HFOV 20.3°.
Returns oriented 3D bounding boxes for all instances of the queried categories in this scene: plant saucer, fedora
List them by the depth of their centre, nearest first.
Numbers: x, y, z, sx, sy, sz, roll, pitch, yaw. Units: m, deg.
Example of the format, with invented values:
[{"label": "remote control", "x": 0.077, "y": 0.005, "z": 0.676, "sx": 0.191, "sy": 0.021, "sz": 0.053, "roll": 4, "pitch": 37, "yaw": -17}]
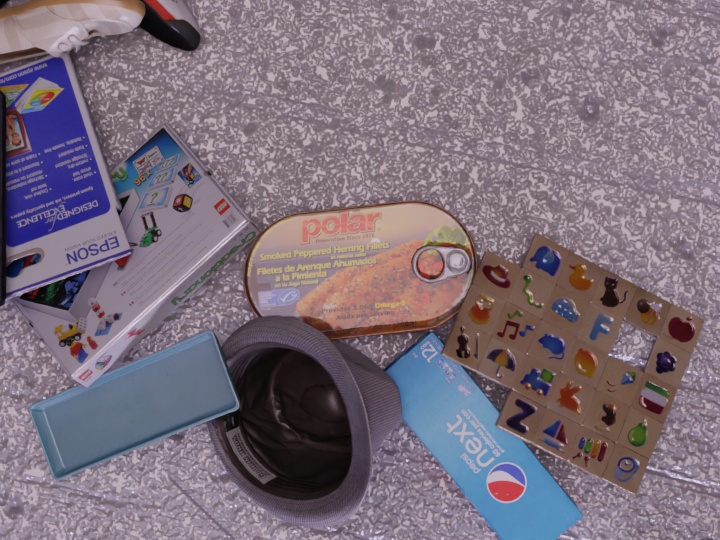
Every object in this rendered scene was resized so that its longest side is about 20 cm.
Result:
[{"label": "fedora", "x": -0.035, "y": 0.116, "z": 1.660, "sx": 0.200, "sy": 0.090, "sz": 0.178, "roll": -10, "pitch": 95, "yaw": 44}, {"label": "plant saucer", "x": -0.189, "y": 0.114, "z": 1.688, "sx": 0.200, "sy": 0.019, "sz": 0.070, "roll": -23, "pitch": 85, "yaw": 25}]

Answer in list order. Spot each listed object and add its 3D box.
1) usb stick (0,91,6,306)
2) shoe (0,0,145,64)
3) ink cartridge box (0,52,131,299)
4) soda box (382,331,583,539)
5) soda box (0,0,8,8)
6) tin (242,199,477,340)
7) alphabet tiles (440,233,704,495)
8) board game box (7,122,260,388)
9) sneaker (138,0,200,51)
[{"label": "usb stick", "x": -0.318, "y": -0.059, "z": 1.652, "sx": 0.055, "sy": 0.033, "sz": 0.201, "roll": -5, "pitch": 70, "yaw": 6}, {"label": "shoe", "x": -0.271, "y": -0.198, "z": 1.693, "sx": 0.199, "sy": 0.070, "sz": 0.054, "roll": -4, "pitch": 84, "yaw": 22}, {"label": "ink cartridge box", "x": -0.308, "y": -0.063, "z": 1.692, "sx": 0.197, "sy": 0.047, "sz": 0.201, "roll": -20, "pitch": 72, "yaw": -1}, {"label": "soda box", "x": 0.098, "y": 0.148, "z": 1.699, "sx": 0.068, "sy": 0.064, "sz": 0.200, "roll": -39, "pitch": 88, "yaw": 0}, {"label": "soda box", "x": -0.358, "y": -0.318, "z": 1.714, "sx": 0.071, "sy": 0.063, "sz": 0.200, "roll": -41, "pitch": 88, "yaw": 1}, {"label": "tin", "x": 0.000, "y": 0.000, "z": 1.717, "sx": 0.199, "sy": 0.042, "sz": 0.112, "roll": -5, "pitch": 93, "yaw": 1}, {"label": "alphabet tiles", "x": 0.174, "y": 0.071, "z": 1.690, "sx": 0.200, "sy": 0.008, "sz": 0.168, "roll": 27, "pitch": 73, "yaw": -7}, {"label": "board game box", "x": -0.198, "y": -0.014, "z": 1.700, "sx": 0.200, "sy": 0.035, "sz": 0.126, "roll": -41, "pitch": 66, "yaw": 0}, {"label": "sneaker", "x": -0.191, "y": -0.286, "z": 1.709, "sx": 0.201, "sy": 0.067, "sz": 0.108, "roll": 40, "pitch": 74, "yaw": -10}]
